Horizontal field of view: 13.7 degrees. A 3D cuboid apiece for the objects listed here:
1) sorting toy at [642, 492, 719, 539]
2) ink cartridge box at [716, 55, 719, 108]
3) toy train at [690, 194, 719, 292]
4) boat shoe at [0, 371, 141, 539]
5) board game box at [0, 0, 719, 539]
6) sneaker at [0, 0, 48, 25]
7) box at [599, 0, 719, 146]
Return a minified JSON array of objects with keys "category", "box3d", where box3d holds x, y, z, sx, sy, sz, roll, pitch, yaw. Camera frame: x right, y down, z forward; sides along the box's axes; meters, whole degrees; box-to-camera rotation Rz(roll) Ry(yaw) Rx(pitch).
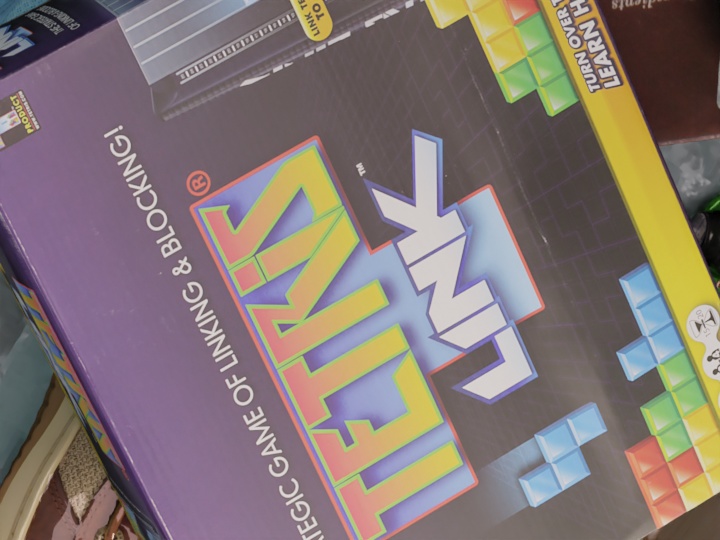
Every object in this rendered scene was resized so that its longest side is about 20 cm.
[{"category":"sorting toy","box3d":[0.183,0.081,0.884,0.180,0.107,0.200,32,104,-14]},{"category":"ink cartridge box","box3d":[0.203,-0.103,0.843,0.145,0.200,0.145,8,95,24]},{"category":"toy train","box3d":[0.187,0.023,0.957,0.199,0.042,0.057,13,102,-20]},{"category":"boat shoe","box3d":[-0.056,0.067,0.841,0.072,0.072,0.201,20,87,14]},{"category":"board game box","box3d":[0.000,0.000,0.788,0.165,0.057,0.201,-31,111,-13]},{"category":"sneaker","box3d":[-0.038,-0.081,0.835,0.200,0.090,0.078,-44,108,-11]},{"category":"box","box3d":[0.074,-0.140,0.857,0.075,0.100,0.201,-8,100,24]}]
